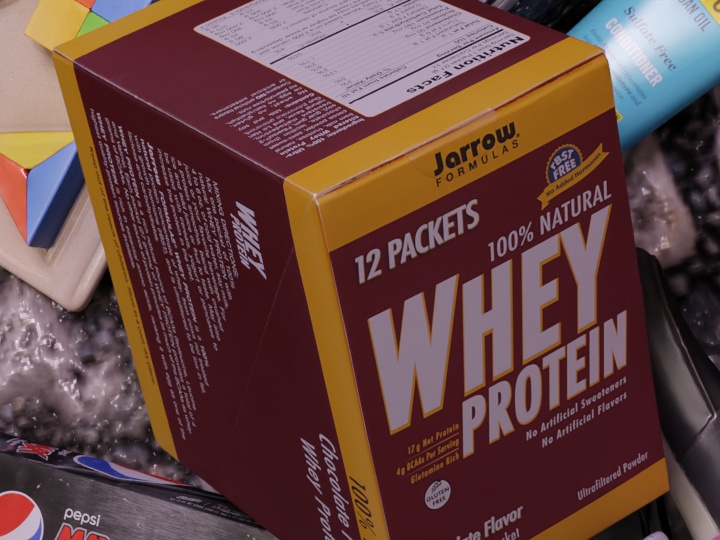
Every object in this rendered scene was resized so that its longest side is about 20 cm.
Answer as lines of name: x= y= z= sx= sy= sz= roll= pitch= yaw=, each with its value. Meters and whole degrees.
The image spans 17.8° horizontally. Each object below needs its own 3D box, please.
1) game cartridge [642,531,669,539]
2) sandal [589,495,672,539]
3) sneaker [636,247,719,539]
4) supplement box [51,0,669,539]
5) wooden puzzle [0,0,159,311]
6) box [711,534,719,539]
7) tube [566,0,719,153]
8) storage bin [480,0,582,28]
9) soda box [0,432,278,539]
game cartridge: x=0.137 y=0.220 z=0.955 sx=0.201 sy=0.040 sz=0.133 roll=56 pitch=139 yaw=9
sandal: x=0.098 y=0.095 z=1.005 sx=0.076 sy=0.043 sz=0.201 roll=-25 pitch=79 yaw=20
sneaker: x=0.179 y=0.067 z=0.965 sx=0.106 sy=0.075 sz=0.201 roll=-27 pitch=87 yaw=15
supplement box: x=0.000 y=0.000 z=0.918 sx=0.200 sy=0.132 sz=0.199 roll=30 pitch=139 yaw=50
wooden puzzle: x=-0.175 y=-0.106 z=1.125 sx=0.199 sy=0.046 sz=0.186 roll=32 pitch=100 yaw=21
box: x=0.254 y=0.153 z=0.874 sx=0.175 sy=0.097 sz=0.200 roll=-36 pitch=98 yaw=15
tube: x=0.122 y=-0.093 z=1.007 sx=0.200 sy=0.050 sz=0.078 roll=-40 pitch=81 yaw=10
storage bin: x=0.023 y=-0.197 z=1.024 sx=0.135 sy=0.094 sz=0.200 roll=-42 pitch=74 yaw=15
soda box: x=-0.118 y=0.129 z=1.082 sx=0.199 sy=0.063 sz=0.071 roll=14 pitch=92 yaw=22
